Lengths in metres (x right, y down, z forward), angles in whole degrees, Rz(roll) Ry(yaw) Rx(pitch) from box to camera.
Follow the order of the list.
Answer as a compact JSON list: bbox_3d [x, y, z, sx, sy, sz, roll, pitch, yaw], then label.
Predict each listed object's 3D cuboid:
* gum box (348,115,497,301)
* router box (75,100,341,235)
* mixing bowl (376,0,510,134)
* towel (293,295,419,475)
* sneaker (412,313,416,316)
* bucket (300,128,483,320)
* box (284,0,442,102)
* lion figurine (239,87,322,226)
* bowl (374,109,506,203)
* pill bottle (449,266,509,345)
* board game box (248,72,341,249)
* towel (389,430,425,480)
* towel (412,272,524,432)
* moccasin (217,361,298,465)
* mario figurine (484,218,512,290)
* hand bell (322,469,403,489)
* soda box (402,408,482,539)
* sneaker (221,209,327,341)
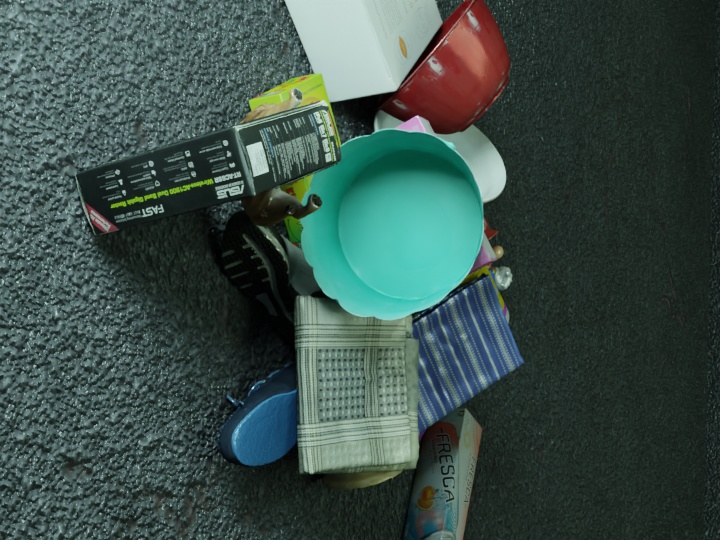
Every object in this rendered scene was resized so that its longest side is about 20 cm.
[{"bbox_3d":[0.065,-0.075,1.244,0.202,0.113,0.066,64,14,5],"label":"gum box"},{"bbox_3d":[-0.138,-0.094,0.965,0.150,0.198,0.063,-31,108,-56],"label":"router box"},{"bbox_3d":[0.124,-0.253,1.377,0.108,0.200,0.201,41,43,-8],"label":"mixing bowl"},{"bbox_3d":[0.004,0.129,1.175,0.199,0.034,0.195,8,77,-49],"label":"towel"},{"bbox_3d":[0.067,0.053,1.439,0.200,0.074,0.088,-25,101,-67],"label":"sneaker"},{"bbox_3d":[0.042,-0.051,1.144,0.135,0.204,0.210,-9,93,-79],"label":"bucket"},{"bbox_3d":[0.009,-0.334,1.348,0.201,0.105,0.154,-58,134,-47],"label":"box"},{"bbox_3d":[-0.095,-0.109,1.099,0.072,0.122,0.202,37,42,-28],"label":"lion figurine"},{"bbox_3d":[0.092,-0.136,1.440,0.199,0.091,0.202,18,40,-16],"label":"bowl"},{"bbox_3d":[0.110,0.003,1.353,0.201,0.103,0.105,61,37,-24],"label":"pill bottle"},{"bbox_3d":[-0.061,-0.122,1.254,0.102,0.047,0.202,-41,121,-54],"label":"board game box"},{"bbox_3d":[0.082,0.179,1.425,0.200,0.023,0.145,-48,153,-49],"label":"towel"},{"bbox_3d":[0.104,0.111,1.307,0.199,0.024,0.146,-31,114,-13],"label":"towel"},{"bbox_3d":[-0.096,0.155,1.138,0.199,0.067,0.082,-27,116,-57],"label":"moccasin"},{"bbox_3d":[0.193,0.011,1.608,0.124,0.105,0.202,-111,-170,-66],"label":"mario figurine"},{"bbox_3d":[-0.014,0.145,1.246,0.104,0.103,0.203,-22,102,-58],"label":"hand bell"},{"bbox_3d":[0.118,0.298,1.485,0.068,0.063,0.202,49,45,-45],"label":"soda box"},{"bbox_3d":[-0.094,-0.004,1.174,0.201,0.073,0.081,60,27,-45],"label":"sneaker"}]
